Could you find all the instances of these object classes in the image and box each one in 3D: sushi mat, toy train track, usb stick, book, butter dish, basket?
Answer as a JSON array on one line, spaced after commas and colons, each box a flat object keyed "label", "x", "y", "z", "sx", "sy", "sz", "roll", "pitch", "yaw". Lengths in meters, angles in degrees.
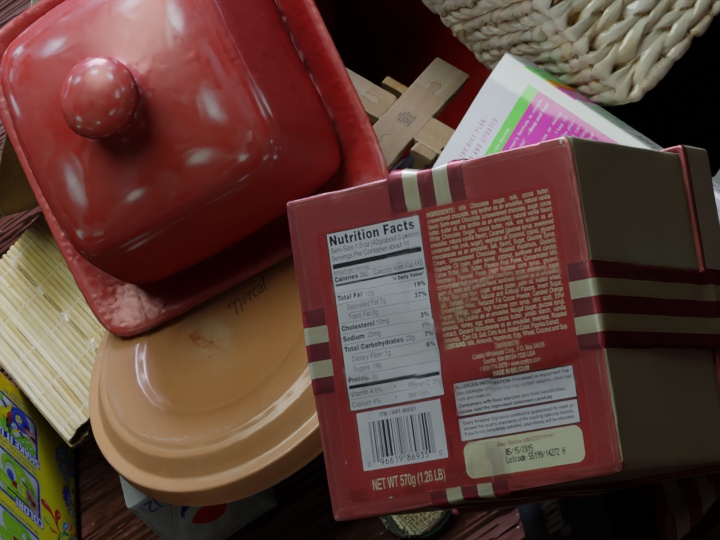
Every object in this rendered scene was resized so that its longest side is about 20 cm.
[{"label": "sushi mat", "x": -0.180, "y": 0.030, "z": 1.723, "sx": 0.096, "sy": 0.012, "sz": 0.200, "roll": -45, "pitch": 37, "yaw": -4}, {"label": "toy train track", "x": 0.059, "y": -0.056, "z": 1.627, "sx": 0.200, "sy": 0.033, "sz": 0.115, "roll": 30, "pitch": 48, "yaw": 13}, {"label": "usb stick", "x": 0.106, "y": 0.114, "z": 1.493, "sx": 0.055, "sy": 0.033, "sz": 0.200, "roll": -28, "pitch": 40, "yaw": 13}, {"label": "book", "x": 0.122, "y": -0.010, "z": 1.504, "sx": 0.200, "sy": 0.048, "sz": 0.134, "roll": 38, "pitch": 106, "yaw": 31}, {"label": "butter dish", "x": -0.117, "y": -0.088, "z": 1.550, "sx": 0.199, "sy": 0.148, "sz": 0.201, "roll": -27, "pitch": 80, "yaw": 15}, {"label": "basket", "x": 0.133, "y": -0.207, "z": 1.580, "sx": 0.198, "sy": 0.161, "sz": 0.200, "roll": -45, "pitch": 10, "yaw": -10}]

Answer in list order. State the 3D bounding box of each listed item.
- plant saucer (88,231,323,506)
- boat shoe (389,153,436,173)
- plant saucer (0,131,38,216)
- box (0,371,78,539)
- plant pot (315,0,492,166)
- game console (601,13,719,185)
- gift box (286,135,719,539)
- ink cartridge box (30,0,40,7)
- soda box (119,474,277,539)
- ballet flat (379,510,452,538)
[{"label": "plant saucer", "x": -0.069, "y": 0.038, "z": 1.588, "sx": 0.200, "sy": 0.032, "sz": 0.201, "roll": -20, "pitch": 47, "yaw": 22}, {"label": "boat shoe", "x": 0.000, "y": 0.000, "z": 1.663, "sx": 0.057, "sy": 0.067, "sz": 0.200, "roll": 14, "pitch": 66, "yaw": 40}, {"label": "plant saucer", "x": -0.175, "y": -0.123, "z": 1.775, "sx": 0.035, "sy": 0.200, "sz": 0.201, "roll": 20, "pitch": 59, "yaw": 2}, {"label": "box", "x": -0.279, "y": 0.179, "z": 1.673, "sx": 0.200, "sy": 0.122, "sz": 0.193, "roll": -28, "pitch": 41, "yaw": 15}, {"label": "plant pot", "x": -0.043, "y": -0.136, "z": 1.742, "sx": 0.200, "sy": 0.200, "sz": 0.177, "roll": -46, "pitch": 28, "yaw": -8}, {"label": "game console", "x": 0.216, "y": -0.103, "z": 1.626, "sx": 0.200, "sy": 0.116, "sz": 0.176, "roll": -44, "pitch": 9, "yaw": -6}, {"label": "gift box", "x": 0.081, "y": 0.046, "z": 1.392, "sx": 0.184, "sy": 0.187, "sz": 0.201, "roll": -7, "pitch": 86, "yaw": 30}, {"label": "ink cartridge box", "x": -0.189, "y": -0.213, "z": 1.932, "sx": 0.050, "sy": 0.200, "sz": 0.163, "roll": 16, "pitch": 53, "yaw": -4}, {"label": "soda box", "x": -0.110, "y": 0.074, "z": 1.682, "sx": 0.068, "sy": 0.063, "sz": 0.200, "roll": -34, "pitch": 39, "yaw": 11}, {"label": "ballet flat", "x": 0.027, "y": 0.051, "z": 1.584, "sx": 0.068, "sy": 0.075, "sz": 0.201, "roll": -14, "pitch": 46, "yaw": 31}]
